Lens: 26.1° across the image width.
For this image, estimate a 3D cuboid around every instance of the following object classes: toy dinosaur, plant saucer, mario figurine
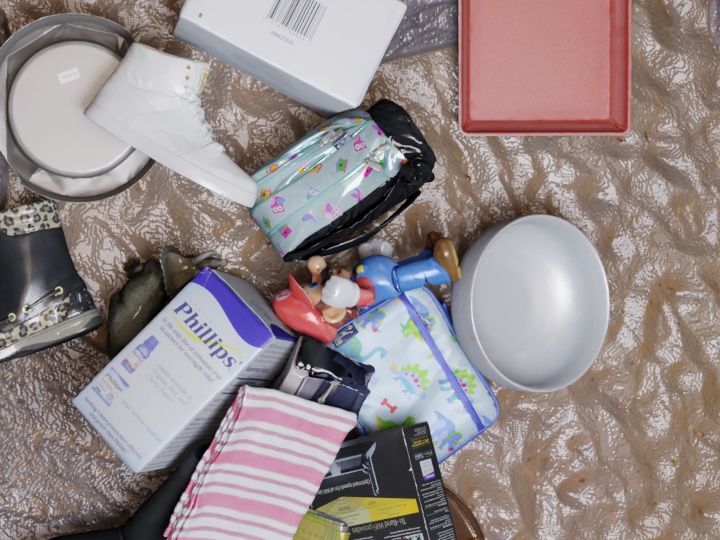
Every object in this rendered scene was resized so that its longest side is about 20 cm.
[{"bbox_3d":[-0.240,0.037,1.666,0.077,0.102,0.200,44,86,-9],"label":"toy dinosaur"},{"bbox_3d":[0.204,-0.251,1.749,0.200,0.037,0.200,-1,94,-10],"label":"plant saucer"},{"bbox_3d":[0.000,0.000,1.646,0.200,0.123,0.106,-20,65,-7],"label":"mario figurine"}]

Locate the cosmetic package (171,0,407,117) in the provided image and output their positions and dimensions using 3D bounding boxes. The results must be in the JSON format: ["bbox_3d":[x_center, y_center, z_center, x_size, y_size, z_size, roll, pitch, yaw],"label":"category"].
[{"bbox_3d":[-0.080,-0.260,1.620,0.199,0.200,0.123,27,87,-10],"label":"cosmetic package"}]

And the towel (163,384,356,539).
[{"bbox_3d":[-0.100,0.216,1.594,0.146,0.030,0.200,17,109,-37],"label":"towel"}]

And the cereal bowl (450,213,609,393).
[{"bbox_3d":[0.177,0.036,1.726,0.200,0.083,0.200,1,89,-35],"label":"cereal bowl"}]

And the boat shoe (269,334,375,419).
[{"bbox_3d":[-0.054,0.151,1.668,0.093,0.200,0.075,22,52,-7],"label":"boat shoe"}]

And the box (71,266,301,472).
[{"bbox_3d":[-0.174,0.105,1.624,0.200,0.184,0.105,-44,81,2],"label":"box"}]

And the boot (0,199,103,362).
[{"bbox_3d":[-0.392,0.021,1.661,0.203,0.073,0.154,-17,89,-2],"label":"boot"}]

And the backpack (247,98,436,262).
[{"bbox_3d":[-0.024,-0.096,1.676,0.200,0.167,0.127,-33,82,2],"label":"backpack"}]

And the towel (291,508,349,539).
[{"bbox_3d":[-0.089,0.344,1.675,0.144,0.023,0.200,14,92,31],"label":"towel"}]

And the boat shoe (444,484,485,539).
[{"bbox_3d":[0.119,0.334,1.762,0.072,0.068,0.200,-24,97,-7],"label":"boat shoe"}]

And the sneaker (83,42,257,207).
[{"bbox_3d":[-0.173,-0.157,1.612,0.200,0.074,0.116,32,90,-2],"label":"sneaker"}]

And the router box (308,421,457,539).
[{"bbox_3d":[0.000,0.259,1.671,0.200,0.052,0.157,-17,83,36],"label":"router box"}]

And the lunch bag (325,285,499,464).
[{"bbox_3d":[0.050,0.118,1.731,0.161,0.082,0.200,-31,99,-8],"label":"lunch bag"}]

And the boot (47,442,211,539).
[{"bbox_3d":[-0.222,0.257,1.618,0.200,0.165,0.066,-39,66,23],"label":"boot"}]

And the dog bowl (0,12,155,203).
[{"bbox_3d":[-0.303,-0.173,1.663,0.200,0.059,0.200,-1,94,-10],"label":"dog bowl"}]
